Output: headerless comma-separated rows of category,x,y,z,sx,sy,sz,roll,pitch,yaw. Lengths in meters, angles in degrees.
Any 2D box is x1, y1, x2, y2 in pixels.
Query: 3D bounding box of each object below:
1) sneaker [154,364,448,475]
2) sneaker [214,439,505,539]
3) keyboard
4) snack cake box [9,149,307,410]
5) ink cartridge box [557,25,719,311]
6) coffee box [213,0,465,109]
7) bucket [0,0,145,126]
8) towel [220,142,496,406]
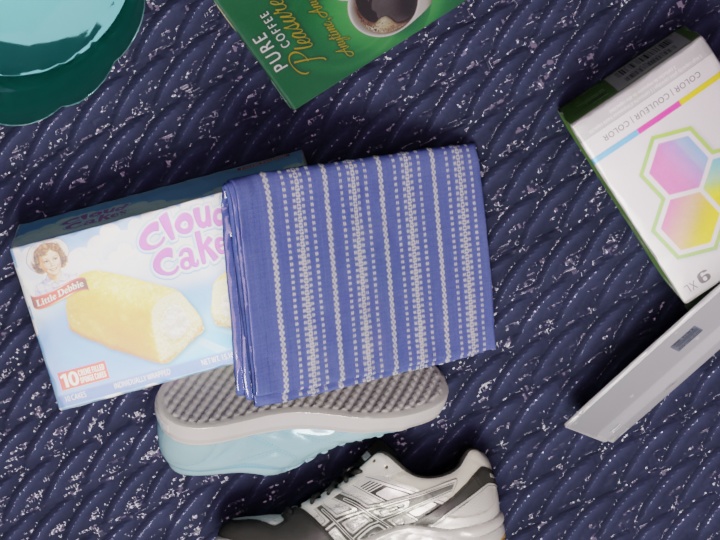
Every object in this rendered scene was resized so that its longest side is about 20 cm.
sneaker,-0.041,0.098,1.395,0.198,0.074,0.082,-3,140,-10
sneaker,-0.003,0.160,1.410,0.198,0.076,0.088,-4,89,-5
keyboard,0.221,0.046,1.381,0.200,0.011,0.056,-44,138,18
snack cake box,-0.117,0.005,1.357,0.199,0.067,0.116,-15,106,1
ink cartridge box,0.227,-0.049,1.363,0.104,0.059,0.201,-33,104,5
coffee box,0.009,-0.198,1.293,0.199,0.044,0.123,-33,141,6
bucket,-0.226,-0.195,1.265,0.206,0.135,0.209,-1,105,-3
towel,0.000,0.000,1.331,0.199,0.024,0.146,-10,98,-34
